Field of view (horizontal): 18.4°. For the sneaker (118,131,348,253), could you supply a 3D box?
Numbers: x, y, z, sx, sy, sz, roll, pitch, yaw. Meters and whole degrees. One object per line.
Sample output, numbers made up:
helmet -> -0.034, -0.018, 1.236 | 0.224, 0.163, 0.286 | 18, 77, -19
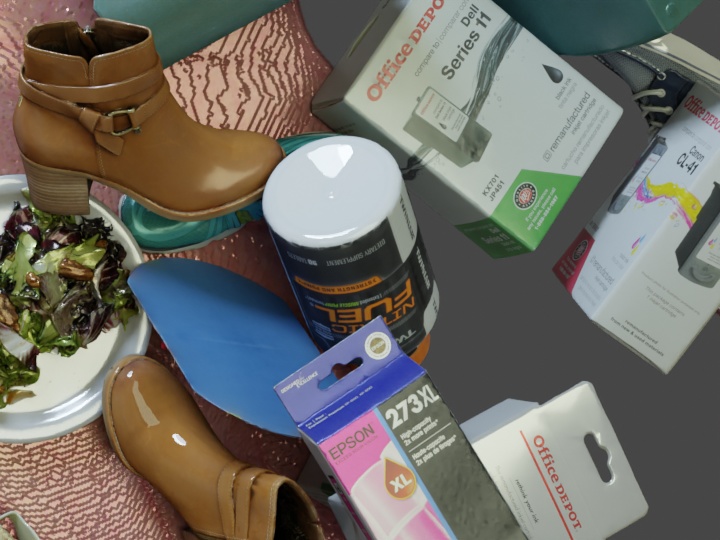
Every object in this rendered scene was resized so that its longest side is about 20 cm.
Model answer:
sneaker -> -0.088, -0.068, 1.692 | 0.199, 0.080, 0.078 | -18, 93, -12

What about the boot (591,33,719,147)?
boot -> 0.255, -0.136, 1.825 | 0.200, 0.073, 0.091 | 23, 83, -14

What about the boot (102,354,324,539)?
boot -> -0.104, 0.153, 1.624 | 0.077, 0.155, 0.201 | -27, 103, -28

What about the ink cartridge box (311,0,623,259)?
ink cartridge box -> 0.084, -0.127, 1.757 | 0.200, 0.083, 0.147 | 37, 76, -14

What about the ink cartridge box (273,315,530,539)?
ink cartridge box -> 0.032, 0.139, 1.535 | 0.095, 0.037, 0.200 | -33, 94, -14

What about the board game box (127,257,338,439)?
board game box -> -0.096, 0.069, 1.653 | 0.158, 0.200, 0.039 | 9, 124, -43

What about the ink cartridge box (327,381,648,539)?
ink cartridge box -> 0.093, 0.170, 1.603 | 0.200, 0.068, 0.115 | -27, 98, -15

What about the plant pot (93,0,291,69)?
plant pot -> -0.114, -0.256, 1.626 | 0.196, 0.200, 0.201 | -32, 100, 5

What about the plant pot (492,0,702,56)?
plant pot -> 0.184, -0.255, 1.719 | 0.141, 0.200, 0.141 | -44, 120, -16

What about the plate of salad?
plate of salad -> -0.250, 0.029, 1.641 | 0.199, 0.048, 0.201 | -1, 93, -14

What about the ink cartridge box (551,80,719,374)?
ink cartridge box -> 0.253, -0.037, 1.751 | 0.086, 0.148, 0.200 | 33, 98, -15

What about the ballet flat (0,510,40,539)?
ballet flat -> -0.285, 0.188, 1.633 | 0.200, 0.070, 0.065 | 52, 46, -14

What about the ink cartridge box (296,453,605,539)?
ink cartridge box -> 0.069, 0.182, 1.708 | 0.200, 0.145, 0.088 | 31, 80, -17

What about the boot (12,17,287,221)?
boot -> -0.149, -0.116, 1.594 | 0.199, 0.156, 0.077 | 0, 44, -5

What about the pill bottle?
pill bottle -> 0.000, 0.000, 1.671 | 0.106, 0.106, 0.200 | -41, 143, -16
